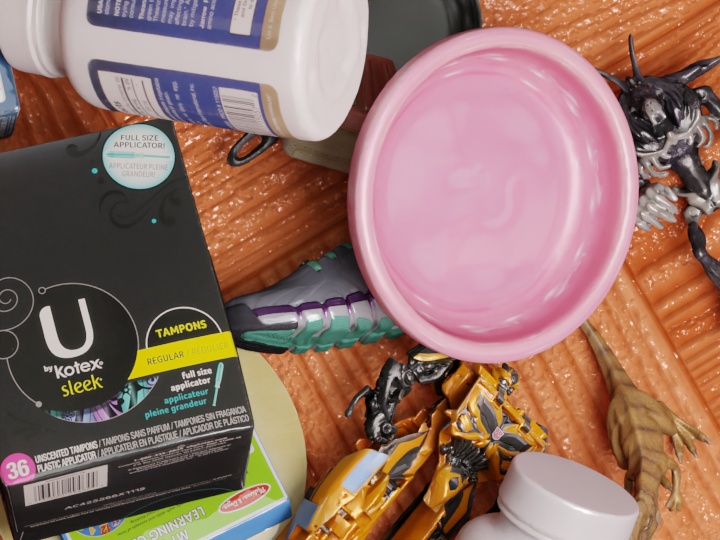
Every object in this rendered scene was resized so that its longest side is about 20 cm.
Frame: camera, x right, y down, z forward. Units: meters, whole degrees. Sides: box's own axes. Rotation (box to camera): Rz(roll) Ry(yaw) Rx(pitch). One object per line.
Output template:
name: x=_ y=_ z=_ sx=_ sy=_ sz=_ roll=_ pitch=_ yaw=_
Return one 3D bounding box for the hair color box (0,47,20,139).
hair color box: x=-0.258 y=-0.180 z=1.330 sx=0.060 sy=0.100 sz=0.202 roll=-12 pitch=87 yaw=-12

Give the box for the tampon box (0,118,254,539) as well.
tampon box: x=-0.159 y=0.036 z=1.290 sx=0.149 sy=0.126 sz=0.201 roll=-13 pitch=70 yaw=-12

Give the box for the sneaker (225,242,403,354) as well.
sneaker: x=0.000 y=0.000 z=1.384 sx=0.198 sy=0.074 sz=0.088 roll=-6 pitch=75 yaw=-22

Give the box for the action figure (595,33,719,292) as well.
action figure: x=0.220 y=-0.061 z=1.407 sx=0.119 sy=0.102 sz=0.201 roll=-36 pitch=93 yaw=0

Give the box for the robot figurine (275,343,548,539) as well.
robot figurine: x=0.037 y=0.140 z=1.360 sx=0.200 sy=0.058 sz=0.145 roll=-50 pitch=118 yaw=-9

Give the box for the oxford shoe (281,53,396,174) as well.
oxford shoe: x=0.042 y=-0.082 z=1.388 sx=0.199 sy=0.074 sz=0.071 roll=16 pitch=45 yaw=-28

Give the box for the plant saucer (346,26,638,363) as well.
plant saucer: x=0.075 y=-0.047 z=1.327 sx=0.199 sy=0.051 sz=0.202 roll=-4 pitch=98 yaw=-28

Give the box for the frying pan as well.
frying pan: x=0.005 y=-0.125 z=1.408 sx=0.114 sy=0.031 sz=0.191 roll=28 pitch=84 yaw=-5

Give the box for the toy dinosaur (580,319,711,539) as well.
toy dinosaur: x=0.174 y=0.091 z=1.396 sx=0.060 sy=0.106 sz=0.201 roll=-29 pitch=49 yaw=15

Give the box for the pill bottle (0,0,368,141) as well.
pill bottle: x=-0.104 y=-0.142 z=1.260 sx=0.198 sy=0.111 sz=0.112 roll=10 pitch=82 yaw=19

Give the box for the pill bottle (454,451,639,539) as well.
pill bottle: x=0.094 y=0.217 z=1.319 sx=0.110 sy=0.111 sz=0.201 roll=19 pitch=105 yaw=-8

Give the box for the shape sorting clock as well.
shape sorting clock: x=-0.132 y=0.122 z=1.356 sx=0.198 sy=0.039 sz=0.202 roll=3 pitch=73 yaw=-9
